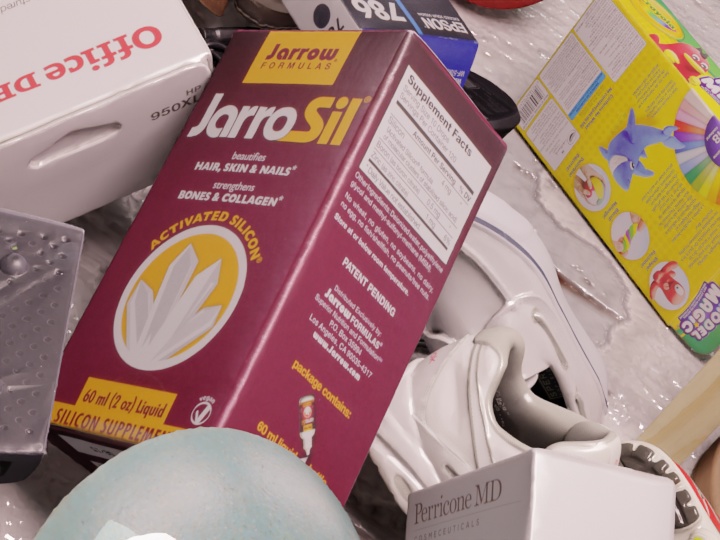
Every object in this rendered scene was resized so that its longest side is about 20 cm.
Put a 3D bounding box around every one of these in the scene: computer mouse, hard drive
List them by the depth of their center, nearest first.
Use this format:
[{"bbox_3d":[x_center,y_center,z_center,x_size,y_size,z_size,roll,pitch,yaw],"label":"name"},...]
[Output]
[{"bbox_3d":[-0.215,0.021,0.668,0.197,0.043,0.136,9,44,-8],"label":"hard drive"},{"bbox_3d":[-0.011,-0.094,0.969,0.140,0.046,0.199,38,33,30],"label":"computer mouse"}]

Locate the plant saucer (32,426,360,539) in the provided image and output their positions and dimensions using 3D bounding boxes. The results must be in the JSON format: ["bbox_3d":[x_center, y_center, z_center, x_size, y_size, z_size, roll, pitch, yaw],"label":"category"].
[{"bbox_3d":[-0.045,0.157,0.596,0.200,0.038,0.204,1,88,-48],"label":"plant saucer"}]

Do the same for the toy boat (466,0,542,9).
[{"bbox_3d":[0.102,-0.258,1.167,0.131,0.130,0.201,38,28,-47],"label":"toy boat"}]

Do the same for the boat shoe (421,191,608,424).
[{"bbox_3d":[0.068,0.033,0.819,0.200,0.073,0.066,45,38,-37],"label":"boat shoe"}]

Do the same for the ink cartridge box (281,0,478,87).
[{"bbox_3d":[-0.003,-0.158,0.936,0.099,0.039,0.201,-3,55,-47],"label":"ink cartridge box"}]

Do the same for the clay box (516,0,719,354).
[{"bbox_3d":[0.185,-0.061,1.013,0.047,0.115,0.201,-14,60,-44],"label":"clay box"}]

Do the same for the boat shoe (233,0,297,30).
[{"bbox_3d":[-0.017,-0.182,1.033,0.072,0.060,0.200,43,40,4],"label":"boat shoe"}]

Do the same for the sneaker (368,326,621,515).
[{"bbox_3d":[0.084,0.116,0.757,0.201,0.099,0.078,57,31,1],"label":"sneaker"}]

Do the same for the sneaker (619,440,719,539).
[{"bbox_3d":[0.174,0.172,0.811,0.085,0.077,0.202,21,44,-59],"label":"sneaker"}]

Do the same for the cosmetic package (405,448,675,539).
[{"bbox_3d":[0.060,0.178,0.641,0.073,0.101,0.202,14,67,-24],"label":"cosmetic package"}]

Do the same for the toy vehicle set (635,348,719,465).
[{"bbox_3d":[0.234,0.028,0.952,0.026,0.125,0.200,43,40,11],"label":"toy vehicle set"}]

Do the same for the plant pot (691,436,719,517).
[{"bbox_3d":[0.280,0.143,0.898,0.199,0.093,0.202,20,42,-19],"label":"plant pot"}]

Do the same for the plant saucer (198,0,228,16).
[{"bbox_3d":[-0.121,-0.234,0.937,0.201,0.036,0.200,56,6,-9],"label":"plant saucer"}]

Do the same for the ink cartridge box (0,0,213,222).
[{"bbox_3d":[-0.172,-0.121,0.797,0.143,0.085,0.201,-24,64,-14],"label":"ink cartridge box"}]

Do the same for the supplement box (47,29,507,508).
[{"bbox_3d":[-0.036,0.003,0.712,0.086,0.110,0.201,45,62,-41],"label":"supplement box"}]

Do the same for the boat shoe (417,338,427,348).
[{"bbox_3d":[0.001,-0.002,0.854,0.200,0.074,0.063,9,38,-36],"label":"boat shoe"}]
